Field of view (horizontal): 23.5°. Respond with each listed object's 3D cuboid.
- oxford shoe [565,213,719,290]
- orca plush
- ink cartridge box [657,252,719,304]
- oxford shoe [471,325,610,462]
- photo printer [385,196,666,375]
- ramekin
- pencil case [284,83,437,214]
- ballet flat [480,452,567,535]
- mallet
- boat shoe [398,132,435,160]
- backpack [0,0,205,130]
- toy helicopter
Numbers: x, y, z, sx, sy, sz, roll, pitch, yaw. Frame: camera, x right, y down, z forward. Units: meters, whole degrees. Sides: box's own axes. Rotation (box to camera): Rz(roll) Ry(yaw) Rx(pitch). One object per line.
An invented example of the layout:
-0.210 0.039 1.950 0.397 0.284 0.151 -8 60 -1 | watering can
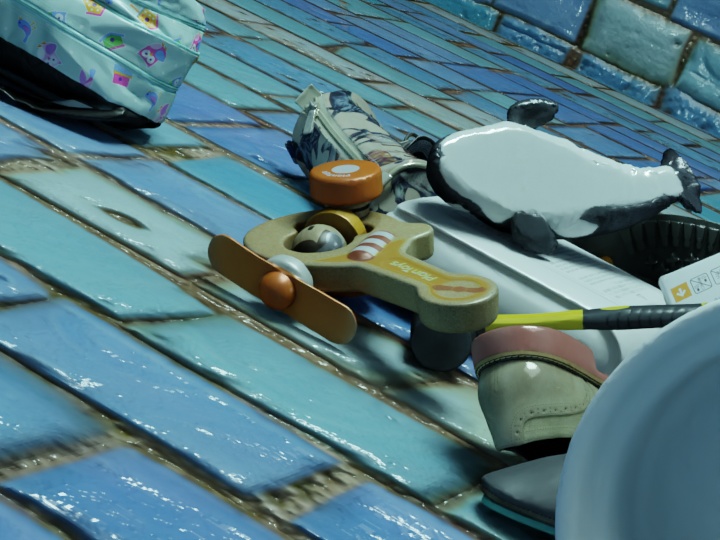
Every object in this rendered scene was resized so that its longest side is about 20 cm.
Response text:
0.207 -0.007 1.262 0.199 0.073 0.084 2 6 28 | oxford shoe
0.128 -0.060 1.176 0.199 0.106 0.071 -12 -10 -26 | orca plush
0.308 0.051 1.062 0.047 0.197 0.201 56 14 -54 | ink cartridge box
0.131 0.097 0.955 0.200 0.070 0.075 25 55 -38 | oxford shoe
0.121 0.020 1.170 0.200 0.070 0.166 29 16 20 | photo printer
0.187 0.106 0.716 0.200 0.201 0.098 27 7 16 | ramekin
0.005 -0.074 1.314 0.089 0.078 0.200 36 7 -28 | pencil case
0.160 0.121 0.864 0.199 0.073 0.073 22 14 -1 | ballet flat
0.126 0.033 1.044 0.199 0.041 0.066 -1 16 15 | mallet
0.044 -0.077 1.413 0.070 0.066 0.200 19 15 -17 | boat shoe
-0.218 -0.187 1.289 0.199 0.127 0.167 28 11 9 | backpack
0.000 0.000 1.029 0.132 0.079 0.200 -17 25 -35 | toy helicopter
